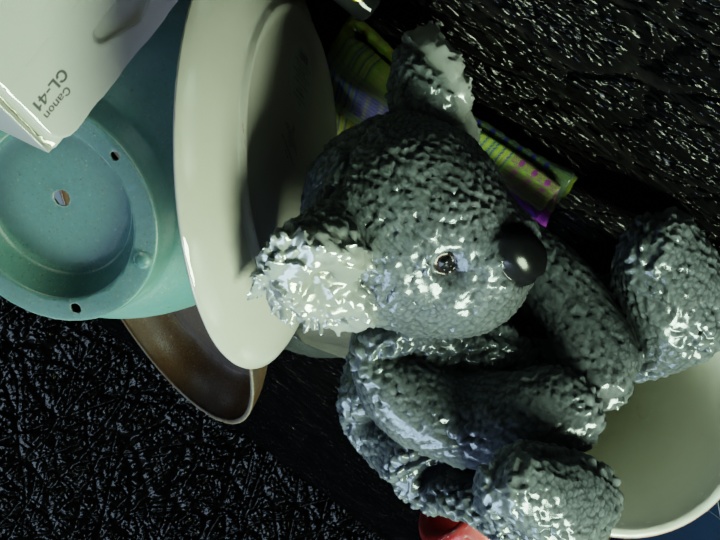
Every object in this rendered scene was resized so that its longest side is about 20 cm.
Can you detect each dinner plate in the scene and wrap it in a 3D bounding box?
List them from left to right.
[{"bbox_3d":[-0.041,-0.055,1.214,0.024,0.202,0.200,-1,159,16],"label":"dinner plate"}]

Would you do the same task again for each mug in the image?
[{"bbox_3d":[0.096,0.068,1.429,0.200,0.176,0.134,-163,56,-76],"label":"mug"}]

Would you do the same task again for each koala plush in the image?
[{"bbox_3d":[0.037,0.005,1.208,0.183,0.178,0.200,12,149,44],"label":"koala plush"}]

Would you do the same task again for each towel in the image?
[{"bbox_3d":[0.039,-0.065,1.360,0.143,0.023,0.200,35,171,3],"label":"towel"}]

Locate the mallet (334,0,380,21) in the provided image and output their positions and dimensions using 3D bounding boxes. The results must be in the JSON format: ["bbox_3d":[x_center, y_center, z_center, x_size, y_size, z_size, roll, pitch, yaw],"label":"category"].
[{"bbox_3d":[-0.065,-0.173,1.143,0.199,0.066,0.041,22,180,-31],"label":"mallet"}]

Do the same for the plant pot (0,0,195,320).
[{"bbox_3d":[-0.127,-0.057,1.309,0.200,0.201,0.134,34,-146,3],"label":"plant pot"}]

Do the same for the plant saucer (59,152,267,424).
[{"bbox_3d":[-0.109,-0.006,1.513,0.200,0.032,0.201,47,155,30],"label":"plant saucer"}]

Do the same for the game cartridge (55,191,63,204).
[{"bbox_3d":[-0.139,-0.071,1.585,0.132,0.042,0.200,19,157,10],"label":"game cartridge"}]

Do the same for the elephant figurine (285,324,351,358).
[{"bbox_3d":[0.000,0.000,1.494,0.200,0.154,0.142,4,108,64],"label":"elephant figurine"}]

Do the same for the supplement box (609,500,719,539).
[{"bbox_3d":[0.225,0.200,1.715,0.200,0.135,0.200,36,171,-10],"label":"supplement box"}]

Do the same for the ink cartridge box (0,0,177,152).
[{"bbox_3d":[-0.172,-0.155,1.239,0.200,0.148,0.086,22,162,51],"label":"ink cartridge box"}]
